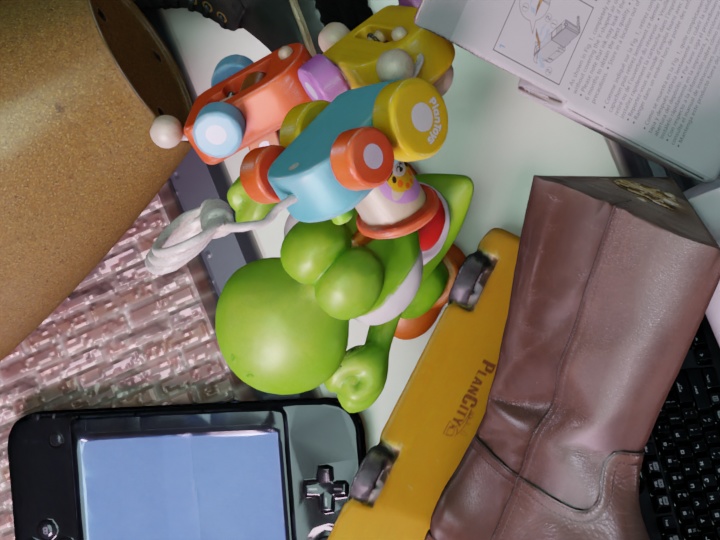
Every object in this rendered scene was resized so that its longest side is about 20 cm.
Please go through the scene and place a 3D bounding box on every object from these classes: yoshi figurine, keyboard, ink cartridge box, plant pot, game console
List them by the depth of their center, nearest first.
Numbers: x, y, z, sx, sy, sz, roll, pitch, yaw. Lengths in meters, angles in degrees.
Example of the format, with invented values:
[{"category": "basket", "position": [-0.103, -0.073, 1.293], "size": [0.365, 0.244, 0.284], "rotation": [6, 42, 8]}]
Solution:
[{"category": "ink cartridge box", "position": [0.119, -0.161, 0.718], "size": [0.175, 0.045, 0.201], "rotation": [23, 94, -31]}, {"category": "keyboard", "position": [0.136, 0.075, 0.766], "size": [0.103, 0.040, 0.201], "rotation": [-6, 63, -14]}, {"category": "yoshi figurine", "position": [-0.014, 0.005, 0.797], "size": [0.111, 0.200, 0.113], "rotation": [10, 97, 11]}, {"category": "plant pot", "position": [-0.184, -0.051, 0.842], "size": [0.199, 0.186, 0.187], "rotation": [-30, 87, 12]}, {"category": "game console", "position": [-0.100, 0.160, 0.870], "size": [0.198, 0.119, 0.174], "rotation": [-3, 93, 13]}]

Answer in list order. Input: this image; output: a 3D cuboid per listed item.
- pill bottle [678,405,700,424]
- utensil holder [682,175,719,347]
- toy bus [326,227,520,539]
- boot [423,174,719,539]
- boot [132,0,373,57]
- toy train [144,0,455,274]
[{"category": "pill bottle", "position": [0.105, 0.156, 0.815], "size": [0.106, 0.106, 0.201], "rotation": [28, 81, 10]}, {"category": "utensil holder", "position": [0.246, 0.030, 0.756], "size": [0.169, 0.170, 0.201], "rotation": [-24, 90, 14]}, {"category": "toy bus", "position": [0.045, 0.084, 0.827], "size": [0.065, 0.078, 0.201], "rotation": [25, 70, 9]}, {"category": "boot", "position": [0.120, 0.067, 0.701], "size": [0.185, 0.064, 0.202], "rotation": [23, 96, 31]}, {"category": "boot", "position": [-0.077, -0.134, 0.876], "size": [0.138, 0.077, 0.201], "rotation": [-27, 77, 19]}, {"category": "toy train", "position": [-0.021, -0.049, 0.715], "size": [0.149, 0.200, 0.056], "rotation": [-28, 113, 14]}]
